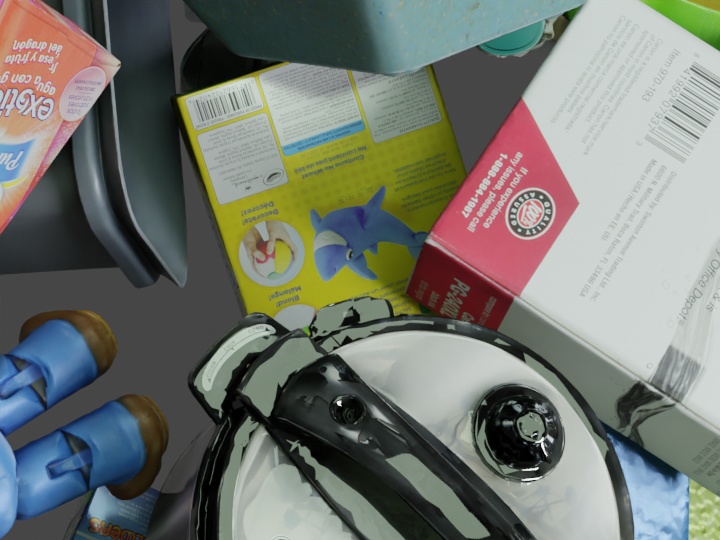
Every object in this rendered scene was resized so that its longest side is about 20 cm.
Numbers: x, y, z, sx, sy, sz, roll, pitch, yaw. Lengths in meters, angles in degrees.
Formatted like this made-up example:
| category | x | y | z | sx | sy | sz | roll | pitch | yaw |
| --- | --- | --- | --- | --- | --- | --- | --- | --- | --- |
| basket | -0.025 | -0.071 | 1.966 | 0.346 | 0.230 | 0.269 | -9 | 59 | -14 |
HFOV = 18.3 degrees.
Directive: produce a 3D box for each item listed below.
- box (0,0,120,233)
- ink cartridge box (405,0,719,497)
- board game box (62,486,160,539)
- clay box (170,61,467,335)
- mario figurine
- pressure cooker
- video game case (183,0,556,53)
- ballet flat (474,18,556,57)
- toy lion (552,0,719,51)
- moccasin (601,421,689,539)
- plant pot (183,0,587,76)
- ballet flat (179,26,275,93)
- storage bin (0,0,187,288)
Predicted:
| category | x | y | z | sx | sy | sz | roll | pitch | yaw |
| --- | --- | --- | --- | --- | --- | --- | --- | --- | --- |
| box | -0.209 | -0.105 | 0.884 | 0.200 | 0.095 | 0.103 | 38 | 93 | 27 |
| ink cartridge box | 0.142 | -0.003 | 0.940 | 0.199 | 0.083 | 0.146 | 34 | 71 | 5 |
| board game box | -0.049 | 0.187 | 0.954 | 0.199 | 0.034 | 0.136 | 26 | 64 | -8 |
| clay box | 0.000 | 0.000 | 0.999 | 0.114 | 0.048 | 0.201 | -18 | 98 | -7 |
| mario figurine | -0.178 | 0.089 | 0.851 | 0.199 | 0.106 | 0.123 | -26 | 46 | -36 |
| pressure cooker | 0.009 | 0.107 | 0.867 | 0.175 | 0.200 | 0.180 | 4 | 75 | -15 |
| video game case | 0.006 | -0.185 | 1.132 | 0.199 | 0.017 | 0.144 | 3 | 68 | -19 |
| ballet flat | 0.065 | -0.197 | 1.054 | 0.071 | 0.201 | 0.072 | 0 | 36 | 0 |
| toy lion | 0.210 | -0.097 | 1.082 | 0.199 | 0.069 | 0.192 | 3 | 34 | -27 |
| moccasin | 0.113 | 0.102 | 1.017 | 0.080 | 0.068 | 0.201 | 15 | 91 | -18 |
| plant pot | 0.004 | -0.191 | 0.906 | 0.196 | 0.195 | 0.201 | -24 | 114 | -35 |
| ballet flat | -0.004 | -0.139 | 1.058 | 0.064 | 0.067 | 0.200 | 28 | 70 | 35 |
| storage bin | -0.156 | -0.086 | 0.981 | 0.134 | 0.146 | 0.201 | -8 | 70 | 7 |
